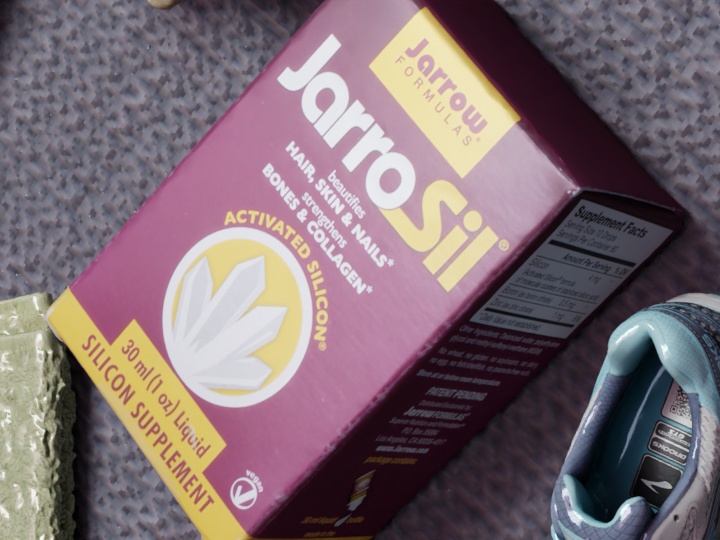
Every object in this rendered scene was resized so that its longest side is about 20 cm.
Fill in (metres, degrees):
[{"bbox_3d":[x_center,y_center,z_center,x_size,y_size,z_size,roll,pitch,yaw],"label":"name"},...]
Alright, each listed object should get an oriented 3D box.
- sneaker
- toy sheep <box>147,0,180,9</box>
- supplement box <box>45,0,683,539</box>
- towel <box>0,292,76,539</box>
[{"bbox_3d":[0.091,0.104,0.824,0.077,0.086,0.202,11,91,30],"label":"sneaker"},{"bbox_3d":[-0.052,-0.181,0.907,0.199,0.138,0.139,-29,72,10],"label":"toy sheep"},{"bbox_3d":[0.000,0.000,0.875,0.200,0.103,0.131,-47,65,17],"label":"supplement box"},{"bbox_3d":[-0.184,0.114,1.008,0.147,0.036,0.202,-5,82,28],"label":"towel"}]
